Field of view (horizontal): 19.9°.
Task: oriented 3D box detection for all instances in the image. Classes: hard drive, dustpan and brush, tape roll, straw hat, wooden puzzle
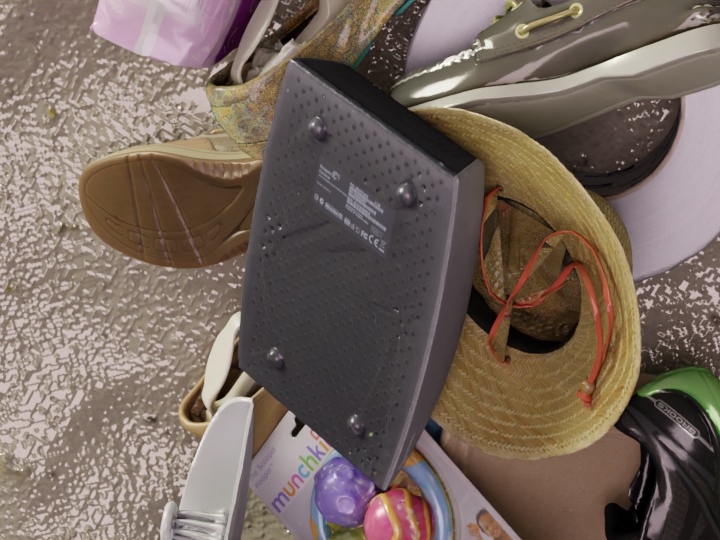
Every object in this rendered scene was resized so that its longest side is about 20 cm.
[{"bbox_3d":[0.000,0.000,1.061,0.135,0.042,0.201,37,133,31],"label":"hard drive"},{"bbox_3d":[-0.100,0.165,1.180,0.057,0.200,0.141,10,65,1],"label":"dustpan and brush"},{"bbox_3d":[0.124,-0.095,1.114,0.198,0.066,0.202,3,105,10],"label":"tape roll"},{"bbox_3d":[0.091,-0.003,1.058,0.200,0.085,0.203,26,127,39],"label":"straw hat"},{"bbox_3d":[0.120,0.151,1.177,0.183,0.037,0.202,8,103,-14],"label":"wooden puzzle"}]

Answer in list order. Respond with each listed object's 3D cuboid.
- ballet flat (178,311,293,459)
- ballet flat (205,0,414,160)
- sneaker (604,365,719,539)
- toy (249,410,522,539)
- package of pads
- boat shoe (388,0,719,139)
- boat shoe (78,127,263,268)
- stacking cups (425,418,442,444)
[{"bbox_3d":[-0.036,0.027,1.168,0.063,0.069,0.201,20,112,-34],"label":"ballet flat"},{"bbox_3d":[-0.007,-0.148,1.081,0.071,0.071,0.200,41,90,-3],"label":"ballet flat"},{"bbox_3d":[0.178,0.153,1.137,0.083,0.077,0.202,-12,98,-1],"label":"sneaker"},{"bbox_3d":[0.016,0.152,1.127,0.200,0.047,0.115,46,118,15],"label":"toy"},{"bbox_3d":[-0.072,-0.212,1.088,0.075,0.121,0.202,22,107,3],"label":"package of pads"},{"bbox_3d":[0.102,-0.110,1.047,0.200,0.072,0.061,-14,74,24],"label":"boat shoe"},{"bbox_3d":[-0.067,-0.046,1.163,0.198,0.065,0.072,-1,112,27],"label":"boat shoe"},{"bbox_3d":[0.035,0.076,1.175,0.060,0.061,0.202,8,109,8],"label":"stacking cups"}]
